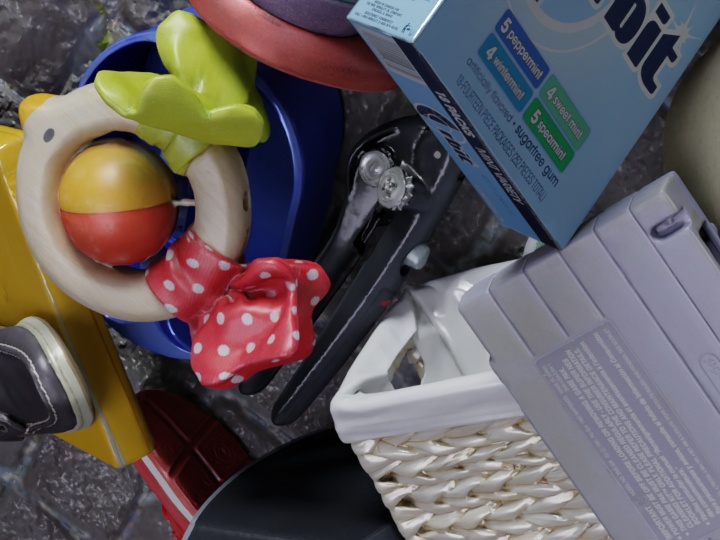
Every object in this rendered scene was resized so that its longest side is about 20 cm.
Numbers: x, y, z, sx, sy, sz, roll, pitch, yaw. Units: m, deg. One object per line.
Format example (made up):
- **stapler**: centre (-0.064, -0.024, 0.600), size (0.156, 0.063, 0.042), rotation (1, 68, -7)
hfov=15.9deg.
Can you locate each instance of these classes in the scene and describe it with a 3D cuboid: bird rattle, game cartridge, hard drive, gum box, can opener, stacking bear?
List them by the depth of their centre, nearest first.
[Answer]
- **gum box**: centre (0.099, -0.137, 1.157), size (0.044, 0.200, 0.170), rotation (26, 165, 39)
- **game cartridge**: centre (0.150, 0.065, 1.221), size (0.129, 0.038, 0.200), rotation (-29, 101, 32)
- **stacking bear**: centre (0.000, -0.205, 1.305), size (0.121, 0.113, 0.200), rotation (43, 118, 25)
- **bird rattle**: centre (-0.100, -0.032, 1.348), size (0.162, 0.113, 0.201), rotation (1, 117, 21)
- **can opener**: centre (0.000, 0.000, 1.391), size (0.063, 0.078, 0.201), rotation (38, 105, 30)
- **hard drive**: centre (-0.011, 0.135, 1.429), size (0.134, 0.200, 0.043), rotation (6, 105, 22)
- **game cartridge**: centre (-0.195, 0.006, 1.497), size (0.176, 0.032, 0.201), rotation (17, 129, 61)

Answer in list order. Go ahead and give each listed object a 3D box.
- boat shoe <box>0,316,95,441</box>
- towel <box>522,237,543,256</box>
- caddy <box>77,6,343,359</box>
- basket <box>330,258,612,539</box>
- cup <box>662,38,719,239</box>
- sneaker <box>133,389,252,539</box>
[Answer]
- **boat shoe**: centre (-0.207, 0.068, 1.463), size (0.200, 0.065, 0.072), rotation (4, 119, 65)
- **towel**: centre (0.170, 0.063, 1.411), size (0.199, 0.031, 0.150), rotation (24, 124, 11)
- **caddy**: centre (-0.092, -0.047, 1.429), size (0.141, 0.105, 0.201), rotation (22, 122, 15)
- **basket**: centre (0.108, 0.071, 1.343), size (0.199, 0.136, 0.124), rotation (-13, 113, 29)
- **cup**: centre (0.230, -0.058, 1.237), size (0.143, 0.200, 0.201), rotation (5, 119, 51)
- **sneaker**: centre (-0.100, 0.174, 1.563), size (0.115, 0.078, 0.200), rotation (-38, 94, 33)
